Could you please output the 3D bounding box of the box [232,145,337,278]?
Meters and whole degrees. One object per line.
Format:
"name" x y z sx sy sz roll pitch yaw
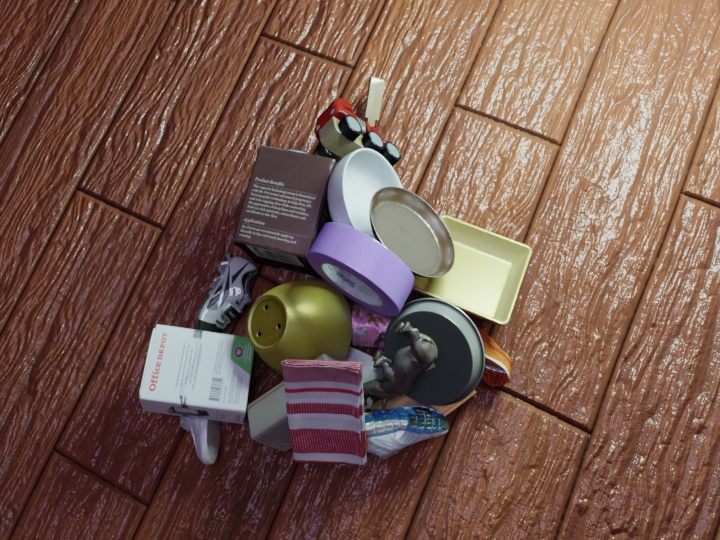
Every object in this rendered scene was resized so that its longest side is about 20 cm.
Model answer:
"box" -0.135 -0.113 1.288 0.161 0.164 0.206 13 78 12

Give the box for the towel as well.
"towel" -0.061 0.250 1.111 0.139 0.023 0.206 0 111 10

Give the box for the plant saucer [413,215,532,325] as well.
"plant saucer" 0.212 0.006 1.237 0.195 0.049 0.202 21 55 13

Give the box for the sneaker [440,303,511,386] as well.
"sneaker" 0.205 0.133 1.199 0.072 0.078 0.200 -36 105 30

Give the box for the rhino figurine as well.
"rhino figurine" 0.061 0.180 1.143 0.086 0.060 0.202 34 117 -6

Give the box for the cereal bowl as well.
"cereal bowl" 0.004 -0.125 1.236 0.082 0.197 0.207 -16 71 40

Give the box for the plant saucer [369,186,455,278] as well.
"plant saucer" 0.091 -0.067 1.191 0.032 0.197 0.204 -43 69 41

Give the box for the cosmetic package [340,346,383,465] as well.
"cosmetic package" -0.026 0.257 1.226 0.081 0.050 0.204 18 78 42

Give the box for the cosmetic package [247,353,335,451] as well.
"cosmetic package" -0.106 0.249 1.189 0.198 0.103 0.074 -35 48 18

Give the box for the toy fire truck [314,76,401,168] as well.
"toy fire truck" -0.004 -0.308 1.320 0.128 0.173 0.204 -38 46 31

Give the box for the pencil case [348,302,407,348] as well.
"pencil case" 0.073 0.103 1.248 0.193 0.083 0.089 -1 110 8

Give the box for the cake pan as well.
"cake pan" 0.127 0.155 1.163 0.194 0.037 0.207 6 105 24

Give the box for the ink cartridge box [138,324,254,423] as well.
"ink cartridge box" -0.307 0.198 1.222 0.193 0.085 0.150 10 61 -9

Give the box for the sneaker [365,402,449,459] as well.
"sneaker" 0.066 0.302 1.178 0.193 0.075 0.089 -2 112 -2

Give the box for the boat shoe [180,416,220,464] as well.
"boat shoe" -0.324 0.282 1.269 0.066 0.072 0.206 -13 75 8

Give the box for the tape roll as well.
"tape roll" 0.000 0.000 1.154 0.196 0.201 0.067 28 74 14

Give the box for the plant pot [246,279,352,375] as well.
"plant pot" -0.132 0.107 1.209 0.195 0.141 0.207 -8 75 31

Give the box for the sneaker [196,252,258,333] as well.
"sneaker" -0.270 0.069 1.311 0.086 0.074 0.205 17 80 14

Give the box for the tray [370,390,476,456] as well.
"tray" 0.116 0.252 1.227 0.198 0.037 0.100 -36 74 0
